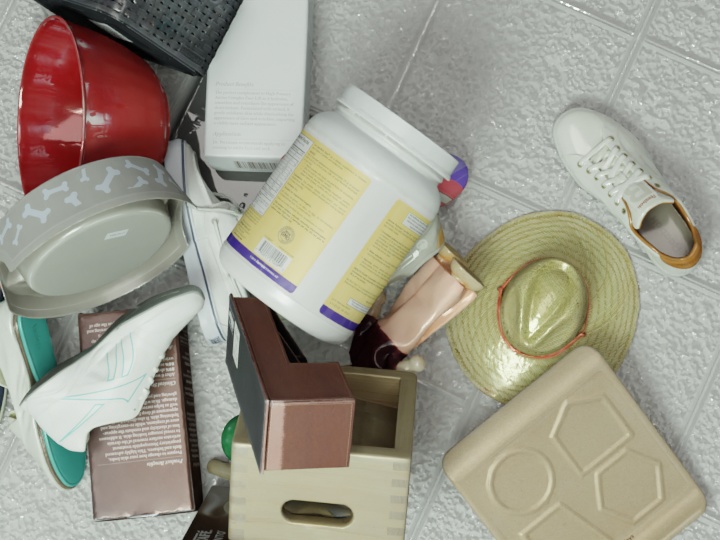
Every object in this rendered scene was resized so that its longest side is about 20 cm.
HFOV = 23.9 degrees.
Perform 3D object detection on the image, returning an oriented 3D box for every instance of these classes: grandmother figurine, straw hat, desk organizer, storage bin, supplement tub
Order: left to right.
[{"bbox_3d":[-0.222,-0.268,1.624,0.199,0.135,0.094,25,85,46],"label":"storage bin"},{"bbox_3d":[-0.064,0.095,1.482,0.076,0.200,0.072,-1,115,-14],"label":"desk organizer"},{"bbox_3d":[-0.018,-0.051,1.532,0.145,0.145,0.201,36,93,7],"label":"supplement tub"},{"bbox_3d":[0.032,0.067,1.636,0.060,0.121,0.200,39,100,-27],"label":"grandmother figurine"},{"bbox_3d":[0.175,0.033,1.627,0.199,0.085,0.203,0,84,3],"label":"straw hat"}]

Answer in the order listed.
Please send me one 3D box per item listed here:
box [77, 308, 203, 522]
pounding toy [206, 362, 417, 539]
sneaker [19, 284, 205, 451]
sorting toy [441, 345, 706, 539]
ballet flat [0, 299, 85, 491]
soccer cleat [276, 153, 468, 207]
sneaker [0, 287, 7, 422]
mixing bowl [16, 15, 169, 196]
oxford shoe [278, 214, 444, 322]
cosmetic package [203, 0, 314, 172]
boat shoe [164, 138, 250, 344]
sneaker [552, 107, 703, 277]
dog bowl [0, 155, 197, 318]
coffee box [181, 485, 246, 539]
[{"bbox_3d":[-0.212,0.138,1.649,0.099,0.075,0.202,-6,82,3],"label":"box"},{"bbox_3d":[-0.053,0.177,1.560,0.198,0.184,0.143,5,115,2],"label":"pounding toy"},{"bbox_3d":[-0.219,0.090,1.593,0.200,0.070,0.080,-38,98,2],"label":"sneaker"},{"bbox_3d":[0.202,0.200,1.616,0.185,0.036,0.200,-38,98,-1],"label":"sorting toy"},{"bbox_3d":[-0.319,0.119,1.650,0.069,0.069,0.201,-12,108,2],"label":"ballet flat"},{"bbox_3d":[0.011,-0.089,1.637,0.198,0.077,0.067,-7,57,-10],"label":"soccer cleat"},{"bbox_3d":[-0.386,0.075,1.661,0.074,0.085,0.202,1,84,4],"label":"sneaker"},{"bbox_3d":[-0.251,-0.140,1.641,0.108,0.200,0.202,0,82,-30],"label":"mixing bowl"},{"bbox_3d":[0.000,0.000,1.638,0.199,0.075,0.058,-32,126,21],"label":"oxford shoe"},{"bbox_3d":[-0.099,-0.201,1.680,0.101,0.074,0.202,3,82,3],"label":"cosmetic package"},{"bbox_3d":[-0.133,-0.036,1.662,0.085,0.075,0.203,-14,85,3],"label":"boat shoe"},{"bbox_3d":[0.262,-0.084,1.636,0.073,0.085,0.200,-41,81,0],"label":"sneaker"},{"bbox_3d":[-0.247,-0.033,1.567,0.199,0.200,0.059,-29,72,0],"label":"dog bowl"},{"bbox_3d":[-0.101,0.269,1.556,0.113,0.200,0.080,5,101,5],"label":"coffee box"}]
